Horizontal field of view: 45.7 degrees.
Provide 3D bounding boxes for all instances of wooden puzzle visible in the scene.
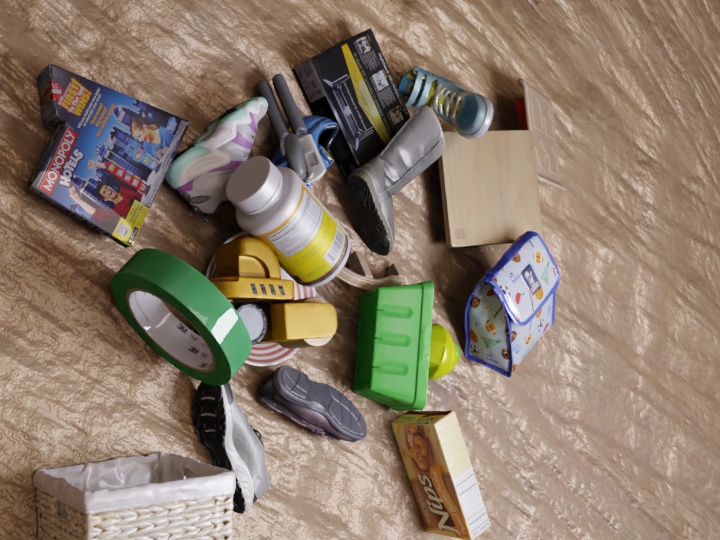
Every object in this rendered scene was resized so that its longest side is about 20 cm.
[{"bbox_3d":[0.347,-0.259,1.676,0.184,0.045,0.205,3,76,-62],"label":"wooden puzzle"}]

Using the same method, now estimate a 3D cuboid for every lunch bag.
[{"bbox_3d":[0.269,0.054,1.509,0.170,0.122,0.204,-40,137,-37],"label":"lunch bag"}]

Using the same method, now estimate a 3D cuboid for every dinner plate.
[{"bbox_3d":[-0.152,0.041,1.285,0.197,0.024,0.206,5,81,-37],"label":"dinner plate"}]

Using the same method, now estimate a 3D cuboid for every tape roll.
[{"bbox_3d":[-0.232,0.062,1.106,0.202,0.199,0.048,53,57,-19],"label":"tape roll"}]

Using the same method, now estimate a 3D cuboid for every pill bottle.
[{"bbox_3d":[-0.105,-0.071,1.225,0.200,0.107,0.111,48,57,-43],"label":"pill bottle"}]

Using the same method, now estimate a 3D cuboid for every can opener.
[{"bbox_3d":[-0.105,-0.216,1.283,0.052,0.067,0.203,-20,62,-5],"label":"can opener"}]

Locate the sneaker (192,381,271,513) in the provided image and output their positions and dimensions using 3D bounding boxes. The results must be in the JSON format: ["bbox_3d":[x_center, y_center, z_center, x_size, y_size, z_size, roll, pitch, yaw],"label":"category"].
[{"bbox_3d":[-0.180,0.236,1.213,0.079,0.073,0.205,-25,105,-47],"label":"sneaker"}]

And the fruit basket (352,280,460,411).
[{"bbox_3d":[0.094,0.129,1.400,0.210,0.155,0.221,4,79,-19],"label":"fruit basket"}]

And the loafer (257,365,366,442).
[{"bbox_3d":[-0.073,0.211,1.311,0.199,0.062,0.073,38,32,-33],"label":"loafer"}]

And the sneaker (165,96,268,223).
[{"bbox_3d":[-0.184,-0.152,1.260,0.200,0.077,0.141,-45,112,-23],"label":"sneaker"}]

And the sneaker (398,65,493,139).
[{"bbox_3d":[0.137,-0.291,1.472,0.128,0.200,0.081,14,107,-28],"label":"sneaker"}]

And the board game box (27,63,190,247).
[{"bbox_3d":[-0.355,-0.165,1.130,0.198,0.061,0.204,34,65,-29],"label":"board game box"}]

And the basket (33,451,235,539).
[{"bbox_3d":[-0.276,0.322,1.042,0.197,0.196,0.165,0,88,-38],"label":"basket"}]

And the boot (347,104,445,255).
[{"bbox_3d":[0.069,-0.150,1.427,0.200,0.071,0.185,-48,141,-35],"label":"boot"}]

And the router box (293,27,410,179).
[{"bbox_3d":[-0.004,-0.279,1.426,0.156,0.052,0.203,-35,105,-36],"label":"router box"}]

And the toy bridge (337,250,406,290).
[{"bbox_3d":[0.000,0.000,1.385,0.197,0.027,0.068,16,33,-35],"label":"toy bridge"}]

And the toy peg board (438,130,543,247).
[{"bbox_3d":[0.220,-0.146,1.574,0.195,0.097,0.205,-5,87,-23],"label":"toy peg board"}]

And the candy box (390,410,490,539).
[{"bbox_3d":[0.131,0.335,1.407,0.055,0.114,0.204,-23,98,-36],"label":"candy box"}]

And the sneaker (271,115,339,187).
[{"bbox_3d":[-0.092,-0.155,1.315,0.203,0.077,0.066,-68,151,-23],"label":"sneaker"}]

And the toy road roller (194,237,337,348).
[{"bbox_3d":[-0.135,0.034,1.206,0.197,0.122,0.150,4,81,-37],"label":"toy road roller"}]
